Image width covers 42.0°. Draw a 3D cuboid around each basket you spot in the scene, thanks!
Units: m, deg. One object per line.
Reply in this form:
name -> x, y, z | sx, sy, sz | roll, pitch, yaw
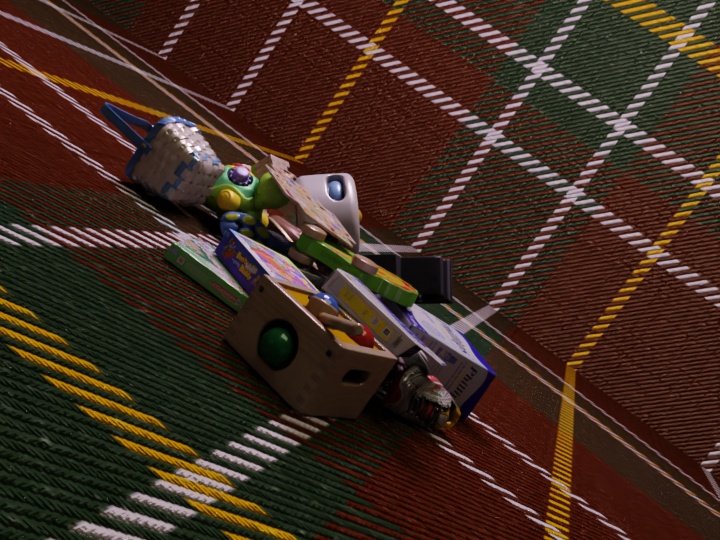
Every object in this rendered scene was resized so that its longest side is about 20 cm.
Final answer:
basket -> -0.349, -0.210, 1.635 | 0.200, 0.139, 0.176 | 46, 10, 14

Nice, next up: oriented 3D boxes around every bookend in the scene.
bookend -> 0.082, 0.018, 1.869 | 0.196, 0.094, 0.199 | -1, -4, 8

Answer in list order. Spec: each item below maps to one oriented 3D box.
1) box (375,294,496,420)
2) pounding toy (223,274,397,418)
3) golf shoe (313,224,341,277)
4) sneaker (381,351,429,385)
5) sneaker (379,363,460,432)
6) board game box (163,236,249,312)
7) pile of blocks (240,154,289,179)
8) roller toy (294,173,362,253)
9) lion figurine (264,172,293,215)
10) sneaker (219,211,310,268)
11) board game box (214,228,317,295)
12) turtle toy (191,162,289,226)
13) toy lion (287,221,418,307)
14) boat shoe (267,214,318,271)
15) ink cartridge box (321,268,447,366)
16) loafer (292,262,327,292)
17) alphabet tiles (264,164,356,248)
box -> 0.113, 0.144, 1.669 | 0.199, 0.106, 0.184 | 32, 10, -24
pounding toy -> -0.053, 0.089, 1.193 | 0.184, 0.143, 0.199 | 39, 9, 29
golf shoe -> -0.039, 0.005, 1.733 | 0.092, 0.072, 0.202 | -108, 174, -78
sneaker -> 0.033, 0.153, 1.480 | 0.198, 0.081, 0.087 | 20, 28, -35
sneaker -> 0.099, 0.198, 1.422 | 0.082, 0.078, 0.199 | 41, 10, 29
board game box -> -0.188, 0.022, 1.404 | 0.199, 0.029, 0.135 | 37, 9, 3
pile of blocks -> -0.234, -0.165, 1.856 | 0.082, 0.197, 0.063 | 56, 21, -68
roller toy -> -0.065, -0.106, 1.958 | 0.137, 0.204, 0.182 | -4, -2, -5
lion figurine -> -0.189, -0.153, 1.922 | 0.072, 0.201, 0.122 | 39, -26, -13
sneaker -> -0.180, -0.045, 1.721 | 0.198, 0.072, 0.082 | 27, -11, -34
board game box -> -0.120, 0.025, 1.406 | 0.134, 0.045, 0.200 | 28, 12, -45
turtle toy -> -0.219, -0.143, 1.741 | 0.197, 0.103, 0.146 | 14, -11, 28
toy lion -> 0.000, 0.000, 1.614 | 0.199, 0.069, 0.191 | 33, 9, 31
boat shoe -> -0.108, -0.039, 1.828 | 0.200, 0.072, 0.067 | 43, 55, 17
ink cartridge box -> 0.040, 0.085, 1.380 | 0.200, 0.047, 0.198 | 46, 1, 10
loafer -> -0.092, 0.025, 1.607 | 0.199, 0.076, 0.070 | 32, 13, -22
alphabet tiles -> -0.088, -0.115, 1.671 | 0.199, 0.006, 0.167 | 34, 14, -44
